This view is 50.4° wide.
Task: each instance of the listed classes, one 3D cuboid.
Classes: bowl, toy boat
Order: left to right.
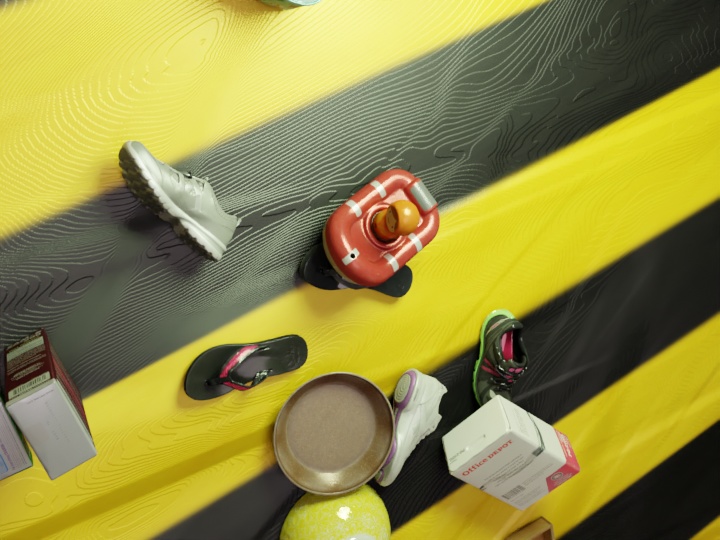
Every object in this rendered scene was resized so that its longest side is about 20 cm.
[{"bbox_3d":[-0.024,0.457,1.252,0.198,0.107,0.203,-7,106,-26],"label":"bowl"},{"bbox_3d":[0.042,-0.067,1.123,0.200,0.131,0.131,-40,97,-23],"label":"toy boat"}]

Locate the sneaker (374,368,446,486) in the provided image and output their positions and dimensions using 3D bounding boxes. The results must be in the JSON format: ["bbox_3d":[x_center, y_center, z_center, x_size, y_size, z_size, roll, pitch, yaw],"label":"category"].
[{"bbox_3d":[0.086,0.271,1.281,0.099,0.075,0.202,21,93,-29],"label":"sneaker"}]

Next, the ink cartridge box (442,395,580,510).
[{"bbox_3d":[0.264,0.324,1.348,0.199,0.085,0.145,32,118,-29],"label":"ink cartridge box"}]

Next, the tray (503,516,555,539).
[{"bbox_3d":[0.346,0.599,1.517,0.098,0.037,0.202,-22,112,-21],"label":"tray"}]

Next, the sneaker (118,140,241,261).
[{"bbox_3d":[-0.244,-0.105,1.034,0.082,0.074,0.200,-54,126,-22],"label":"sneaker"}]

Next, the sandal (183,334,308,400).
[{"bbox_3d":[-0.165,0.142,1.138,0.198,0.045,0.076,-15,109,-23],"label":"sandal"}]

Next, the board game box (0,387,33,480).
[{"bbox_3d":[-0.543,0.223,0.967,0.198,0.040,0.155,-23,112,-21],"label":"board game box"}]

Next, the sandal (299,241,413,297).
[{"bbox_3d":[0.000,-0.001,1.189,0.198,0.043,0.077,7,99,-28],"label":"sandal"}]

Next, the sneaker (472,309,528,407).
[{"bbox_3d":[0.247,0.171,1.334,0.076,0.084,0.203,-8,106,-24],"label":"sneaker"}]

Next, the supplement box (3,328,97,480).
[{"bbox_3d":[-0.385,0.157,0.940,0.060,0.200,0.110,-28,113,-17],"label":"supplement box"}]

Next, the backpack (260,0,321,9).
[{"bbox_3d":[-0.084,-0.443,0.981,0.175,0.153,0.202,25,97,-35],"label":"backpack"}]

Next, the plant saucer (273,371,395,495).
[{"bbox_3d":[-0.044,0.256,1.219,0.198,0.037,0.203,-3,99,-16],"label":"plant saucer"}]
